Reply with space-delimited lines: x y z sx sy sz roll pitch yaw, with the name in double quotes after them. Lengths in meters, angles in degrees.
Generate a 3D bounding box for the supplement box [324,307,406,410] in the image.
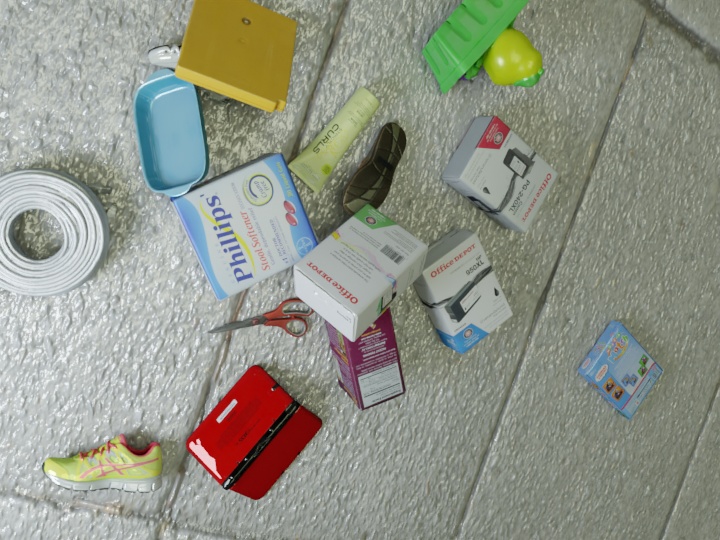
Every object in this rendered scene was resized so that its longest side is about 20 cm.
0.003 0.136 1.126 0.101 0.131 0.205 -16 106 -17 "supplement box"

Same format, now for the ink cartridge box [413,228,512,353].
0.201 0.040 1.212 0.143 0.084 0.203 -34 109 -13 "ink cartridge box"

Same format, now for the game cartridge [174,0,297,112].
-0.193 -0.357 0.956 0.173 0.032 0.204 16 59 -21 "game cartridge"

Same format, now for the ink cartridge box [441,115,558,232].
0.285 -0.192 1.204 0.198 0.083 0.147 32 87 -23 "ink cartridge box"

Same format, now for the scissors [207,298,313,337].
-0.184 0.086 1.109 0.195 0.014 0.075 4 100 -21 "scissors"

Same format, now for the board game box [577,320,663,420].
0.631 0.242 1.442 0.199 0.036 0.152 42 83 -23 "board game box"

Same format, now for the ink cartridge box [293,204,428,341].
0.000 0.000 1.029 0.200 0.144 0.085 -42 156 -30 "ink cartridge box"

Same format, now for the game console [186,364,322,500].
-0.199 0.311 1.138 0.172 0.119 0.201 41 82 9 "game console"

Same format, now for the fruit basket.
0.245 -0.411 1.111 0.210 0.155 0.222 0 89 -10 "fruit basket"

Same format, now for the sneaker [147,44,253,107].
-0.249 -0.322 0.983 0.195 0.075 0.083 6 106 -22 "sneaker"

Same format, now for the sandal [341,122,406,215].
0.022 -0.189 1.123 0.081 0.054 0.203 32 73 -29 "sandal"

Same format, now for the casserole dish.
-0.299 -0.218 0.958 0.118 0.039 0.205 -11 87 16 "casserole dish"

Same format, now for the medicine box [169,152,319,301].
-0.198 -0.079 1.025 0.197 0.103 0.185 -27 108 -16 "medicine box"

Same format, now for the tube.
-0.043 -0.241 1.089 0.058 0.052 0.201 39 89 18 "tube"

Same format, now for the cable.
-0.497 -0.056 0.929 0.196 0.069 0.205 14 94 -23 "cable"

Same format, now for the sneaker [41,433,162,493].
-0.436 0.325 1.024 0.196 0.078 0.093 12 87 -28 "sneaker"
